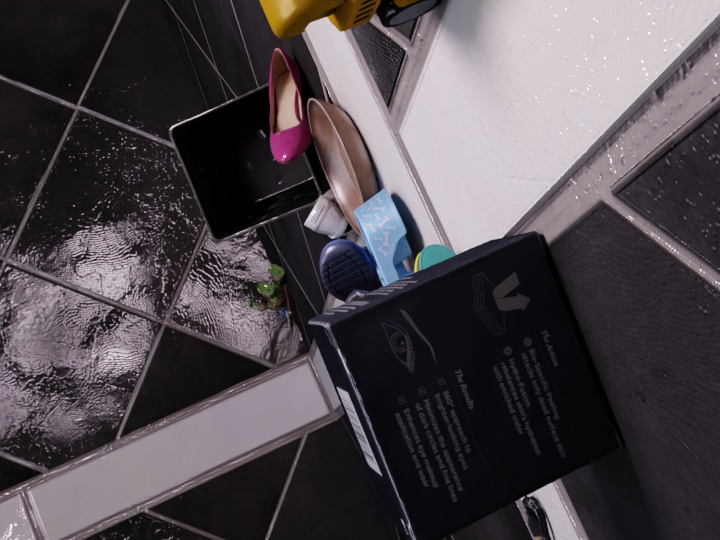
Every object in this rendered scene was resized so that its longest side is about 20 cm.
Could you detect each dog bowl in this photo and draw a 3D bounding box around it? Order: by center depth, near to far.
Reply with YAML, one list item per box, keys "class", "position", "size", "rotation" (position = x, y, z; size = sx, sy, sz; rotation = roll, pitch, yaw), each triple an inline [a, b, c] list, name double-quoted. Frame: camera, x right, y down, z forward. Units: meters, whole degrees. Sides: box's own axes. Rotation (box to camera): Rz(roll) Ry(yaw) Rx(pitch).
- class: "dog bowl"
  position: [0.048, -0.001, 1.189]
  size: [0.111, 0.049, 0.202]
  rotation: [153, 94, -88]

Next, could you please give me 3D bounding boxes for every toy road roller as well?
- class: "toy road roller"
  position: [-0.009, -0.249, 0.710]
  size: [0.200, 0.145, 0.124]
  rotation: [157, 89, -80]

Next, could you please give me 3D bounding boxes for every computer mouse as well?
- class: "computer mouse"
  position: [0.177, 0.244, 1.132]
  size: [0.059, 0.034, 0.202]
  rotation: [132, 115, -78]

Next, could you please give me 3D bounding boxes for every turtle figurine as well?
- class: "turtle figurine"
  position: [-0.296, 0.046, 2.880]
  size: [0.201, 0.143, 0.194]
  rotation: [60, 165, 15]

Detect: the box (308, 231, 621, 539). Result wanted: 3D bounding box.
- class: "box"
  position: [0.085, 0.096, 0.815]
  size: [0.117, 0.198, 0.199]
  rotation: [173, 75, -79]

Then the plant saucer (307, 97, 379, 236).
- class: "plant saucer"
  position: [-0.019, -0.147, 1.299]
  size: [0.201, 0.036, 0.202]
  rotation: [90, 154, -66]

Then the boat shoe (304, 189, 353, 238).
- class: "boat shoe"
  position: [-0.039, -0.082, 1.464]
  size: [0.068, 0.072, 0.200]
  rotation: [32, 180, -1]

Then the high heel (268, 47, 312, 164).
- class: "high heel"
  position: [-0.116, -0.241, 1.386]
  size: [0.201, 0.067, 0.097]
  rotation: [-95, -17, -51]

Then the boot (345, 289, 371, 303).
- class: "boot"
  position: [0.065, 0.097, 1.100]
  size: [0.198, 0.073, 0.091]
  rotation: [25, 154, 17]

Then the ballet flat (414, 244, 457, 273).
- class: "ballet flat"
  position: [0.111, 0.062, 0.981]
  size: [0.201, 0.066, 0.067]
  rotation: [57, 157, 35]

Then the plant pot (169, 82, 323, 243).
- class: "plant pot"
  position: [-0.173, -0.184, 1.583]
  size: [0.177, 0.198, 0.202]
  rotation: [-54, -58, -78]

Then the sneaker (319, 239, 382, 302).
- class: "sneaker"
  position: [0.000, 0.000, 1.290]
  size: [0.200, 0.073, 0.083]
  rotation: [44, -150, -54]
